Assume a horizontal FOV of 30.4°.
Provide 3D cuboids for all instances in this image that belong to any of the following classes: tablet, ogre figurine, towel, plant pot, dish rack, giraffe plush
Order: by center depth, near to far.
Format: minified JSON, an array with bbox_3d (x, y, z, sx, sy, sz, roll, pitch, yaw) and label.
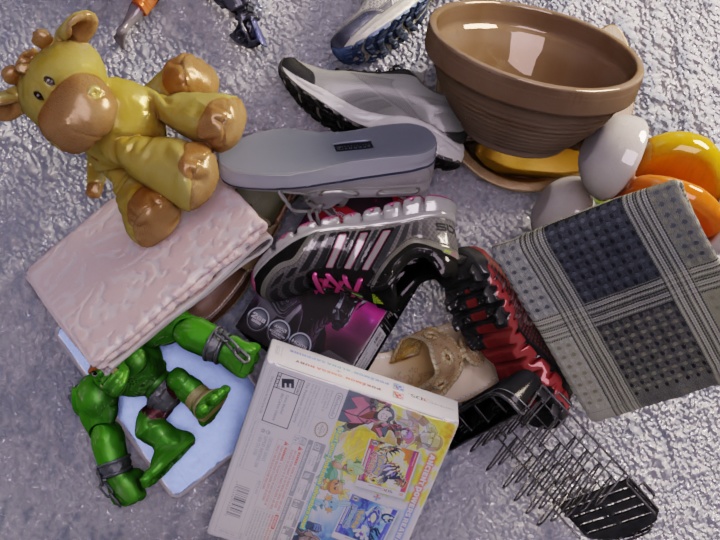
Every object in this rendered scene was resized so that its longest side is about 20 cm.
[{"bbox_3d":[-0.224,-0.140,1.154,0.162,0.199,0.174,33,85,-47],"label":"giraffe plush"},{"bbox_3d":[0.240,0.030,1.165,0.191,0.035,0.201,-21,108,33],"label":"towel"},{"bbox_3d":[0.149,-0.165,1.197,0.198,0.202,0.094,9,121,-6],"label":"plant pot"},{"bbox_3d":[-0.195,-0.015,1.198,0.199,0.191,0.032,-39,132,-9],"label":"towel"},{"bbox_3d":[-0.191,0.110,1.200,0.120,0.201,0.098,44,37,9],"label":"ogre figurine"},{"bbox_3d":[0.176,0.184,1.225,0.200,0.153,0.055,46,62,-1],"label":"dish rack"},{"bbox_3d":[-0.183,0.098,1.257,0.129,0.014,0.201,-36,90,-9],"label":"tablet"}]

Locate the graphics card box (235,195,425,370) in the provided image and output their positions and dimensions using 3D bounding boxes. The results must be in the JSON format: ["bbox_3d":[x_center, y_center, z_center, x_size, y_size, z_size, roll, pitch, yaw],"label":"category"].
[{"bbox_3d":[-0.013,0.005,1.248,0.124,0.051,0.201,30,82,19],"label":"graphics card box"}]

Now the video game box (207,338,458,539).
[{"bbox_3d":[-0.026,0.179,1.203,0.180,0.047,0.202,20,116,-3],"label":"video game box"}]

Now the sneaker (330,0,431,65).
[{"bbox_3d":[0.034,-0.282,1.297,0.085,0.077,0.200,44,74,9],"label":"sneaker"}]

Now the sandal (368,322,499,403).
[{"bbox_3d":[0.055,0.095,1.256,0.208,0.070,0.079,-11,86,-8],"label":"sandal"}]

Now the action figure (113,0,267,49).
[{"bbox_3d":[-0.166,-0.291,1.253,0.192,0.105,0.202,-32,87,1],"label":"action figure"}]

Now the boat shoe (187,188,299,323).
[{"bbox_3d":[-0.113,-0.045,1.245,0.075,0.074,0.202,29,80,-5],"label":"boat shoe"}]

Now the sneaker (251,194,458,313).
[{"bbox_3d":[0.000,0.000,1.180,0.197,0.074,0.089,-16,65,1],"label":"sneaker"}]

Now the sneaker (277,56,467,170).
[{"bbox_3d":[0.015,-0.164,1.268,0.198,0.074,0.080,22,82,6],"label":"sneaker"}]

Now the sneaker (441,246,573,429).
[{"bbox_3d":[0.148,0.049,1.254,0.202,0.070,0.098,56,51,-19],"label":"sneaker"}]

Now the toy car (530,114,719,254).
[{"bbox_3d":[0.260,-0.029,1.225,0.173,0.201,0.151,24,46,-12],"label":"toy car"}]

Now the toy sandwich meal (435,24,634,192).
[{"bbox_3d":[0.174,-0.171,1.295,0.202,0.070,0.209,1,85,-7],"label":"toy sandwich meal"}]

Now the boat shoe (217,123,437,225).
[{"bbox_3d":[-0.030,-0.080,1.205,0.199,0.075,0.087,-8,130,-11],"label":"boat shoe"}]
